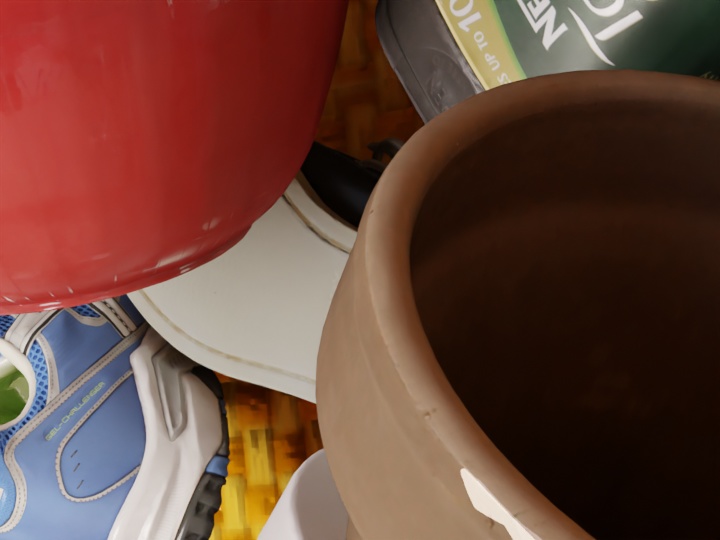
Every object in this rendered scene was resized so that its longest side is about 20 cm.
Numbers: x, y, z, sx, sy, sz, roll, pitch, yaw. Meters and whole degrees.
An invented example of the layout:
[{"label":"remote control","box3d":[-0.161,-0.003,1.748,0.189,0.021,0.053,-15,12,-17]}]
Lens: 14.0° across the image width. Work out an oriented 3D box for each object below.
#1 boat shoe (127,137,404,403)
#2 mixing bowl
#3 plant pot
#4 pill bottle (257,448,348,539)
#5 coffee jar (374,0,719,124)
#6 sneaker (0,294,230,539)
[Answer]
[{"label":"boat shoe","box3d":[0.000,0.000,0.840,0.199,0.062,0.075,23,105,42]},{"label":"mixing bowl","box3d":[-0.085,-0.056,0.782,0.200,0.199,0.109,11,118,48]},{"label":"plant pot","box3d":[0.071,0.082,0.658,0.200,0.199,0.175,51,136,33]},{"label":"pill bottle","box3d":[-0.016,0.152,0.829,0.120,0.119,0.201,50,128,34]},{"label":"coffee jar","box3d":[0.088,-0.090,0.712,0.200,0.085,0.105,-49,64,40]},{"label":"sneaker","box3d":[-0.090,0.025,0.896,0.200,0.077,0.076,-112,39,-64]}]
